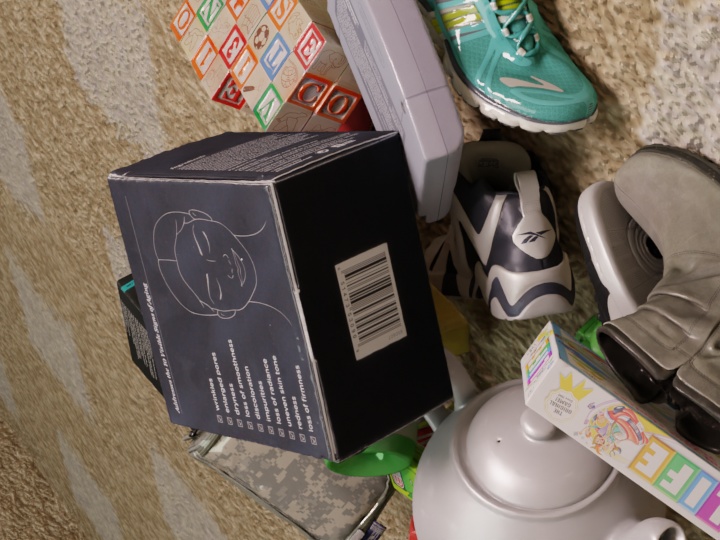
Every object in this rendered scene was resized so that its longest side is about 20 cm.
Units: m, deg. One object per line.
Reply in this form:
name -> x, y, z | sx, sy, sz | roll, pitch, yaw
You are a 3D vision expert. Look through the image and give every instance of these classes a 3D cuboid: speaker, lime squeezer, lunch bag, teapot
speaker -> 0.004, 0.071, 1.415 | 0.088, 0.088, 0.200 | 115, 156, -63
lime squeezer -> 0.184, 0.060, 1.197 | 0.071, 0.038, 0.200 | 36, 166, -22
lunch bag -> -0.047, 0.155, 1.549 | 0.200, 0.168, 0.139 | 37, 162, -10
teapot -> 0.124, 0.145, 1.175 | 0.146, 0.199, 0.198 | 81, -170, -48

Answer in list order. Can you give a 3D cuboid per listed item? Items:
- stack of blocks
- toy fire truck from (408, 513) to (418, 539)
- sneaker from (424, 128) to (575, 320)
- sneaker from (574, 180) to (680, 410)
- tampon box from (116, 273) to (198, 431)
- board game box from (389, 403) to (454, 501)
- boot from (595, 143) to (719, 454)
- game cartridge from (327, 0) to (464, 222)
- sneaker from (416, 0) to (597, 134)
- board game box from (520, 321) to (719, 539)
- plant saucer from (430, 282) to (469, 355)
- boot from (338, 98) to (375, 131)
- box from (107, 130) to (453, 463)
stack of blocks -> -0.071, -0.179, 1.300 | 0.115, 0.058, 0.200 | -55, 42, 22
toy fire truck -> 0.130, 0.261, 1.268 | 0.200, 0.049, 0.141 | 15, 128, 20
sneaker -> 0.094, -0.043, 1.215 | 0.199, 0.079, 0.130 | -139, 42, -76
sneaker -> 0.174, 0.048, 1.097 | 0.112, 0.073, 0.200 | -32, 88, 47
tampon box -> -0.145, 0.078, 1.773 | 0.200, 0.150, 0.126 | 44, 152, 37
board game box -> 0.116, 0.178, 1.379 | 0.200, 0.101, 0.048 | 28, 142, 54
boot -> 0.189, 0.010, 0.981 | 0.200, 0.130, 0.068 | 47, 153, 33
game cartridge -> 0.021, -0.145, 1.128 | 0.133, 0.040, 0.200 | 84, 165, -71
sneaker -> 0.085, -0.170, 1.083 | 0.200, 0.077, 0.080 | 53, 148, 22
board game box -> 0.187, 0.111, 0.985 | 0.200, 0.034, 0.134 | 36, -172, 0
plant saucer -> 0.000, 0.000, 1.303 | 0.200, 0.048, 0.200 | 44, 176, 9
boot -> 0.002, -0.091, 1.363 | 0.144, 0.072, 0.200 | 49, 151, 26
box -> -0.058, 0.011, 1.160 | 0.196, 0.124, 0.200 | 5, 113, 48
